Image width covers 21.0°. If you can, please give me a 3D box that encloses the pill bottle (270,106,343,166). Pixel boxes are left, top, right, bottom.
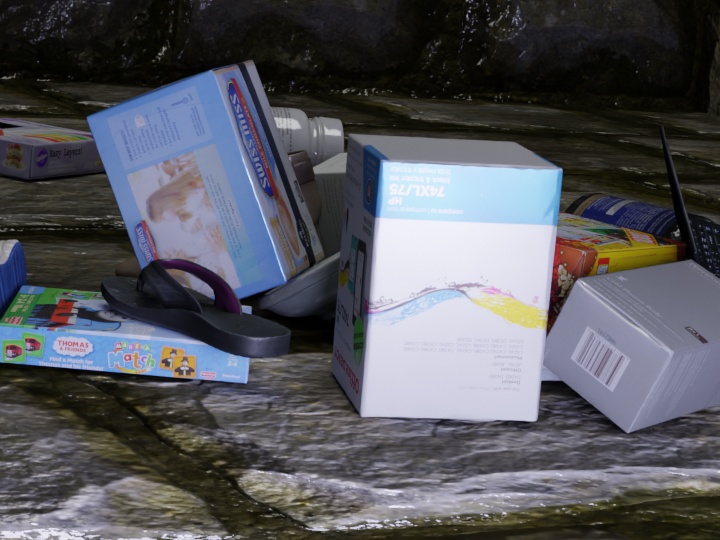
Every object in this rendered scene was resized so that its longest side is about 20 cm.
[{"bbox_3d":[-0.127,-0.157,2.526,0.198,0.114,0.113,3,11,-12],"label":"pill bottle"}]

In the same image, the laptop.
[{"bbox_3d":[0.353,-0.018,1.787,0.199,0.104,0.178,15,41,-18],"label":"laptop"}]

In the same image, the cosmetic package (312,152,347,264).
[{"bbox_3d":[0.049,-0.058,1.917,0.199,0.114,0.081,1,19,31],"label":"cosmetic package"}]

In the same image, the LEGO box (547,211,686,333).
[{"bbox_3d":[0.174,0.000,1.711,0.148,0.078,0.199,16,11,32],"label":"LEGO box"}]

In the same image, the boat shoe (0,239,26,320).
[{"bbox_3d":[-0.329,0.022,1.614,0.072,0.073,0.200,-7,8,2],"label":"boat shoe"}]

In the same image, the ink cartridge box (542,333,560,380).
[{"bbox_3d":[0.204,0.060,1.736,0.198,0.058,0.163,-2,12,-15],"label":"ink cartridge box"}]

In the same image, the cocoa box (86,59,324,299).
[{"bbox_3d":[-0.138,-0.072,1.748,0.133,0.201,0.131,-18,5,16],"label":"cocoa box"}]

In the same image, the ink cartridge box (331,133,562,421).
[{"bbox_3d":[0.064,0.004,1.533,0.145,0.202,0.147,2,11,-11],"label":"ink cartridge box"}]

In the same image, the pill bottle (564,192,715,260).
[{"bbox_3d":[0.302,-0.009,1.972,0.111,0.113,0.199,-5,14,-44],"label":"pill bottle"}]

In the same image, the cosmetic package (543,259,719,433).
[{"bbox_3d":[0.246,0.058,1.588,0.107,0.091,0.199,38,28,26],"label":"cosmetic package"}]

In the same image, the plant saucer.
[{"bbox_3d":[0.000,0.000,1.793,0.199,0.050,0.200,-30,2,1],"label":"plant saucer"}]

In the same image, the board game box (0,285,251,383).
[{"bbox_3d":[-0.189,0.051,1.593,0.198,0.037,0.151,6,11,-4],"label":"board game box"}]

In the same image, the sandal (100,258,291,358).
[{"bbox_3d":[-0.129,0.022,1.551,0.200,0.048,0.075,18,16,40],"label":"sandal"}]

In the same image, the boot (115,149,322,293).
[{"bbox_3d":[-0.137,-0.054,1.871,0.198,0.147,0.070,2,15,-3],"label":"boot"}]

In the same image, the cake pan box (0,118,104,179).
[{"bbox_3d":[-0.452,-0.162,2.553,0.199,0.053,0.184,12,10,29],"label":"cake pan box"}]
